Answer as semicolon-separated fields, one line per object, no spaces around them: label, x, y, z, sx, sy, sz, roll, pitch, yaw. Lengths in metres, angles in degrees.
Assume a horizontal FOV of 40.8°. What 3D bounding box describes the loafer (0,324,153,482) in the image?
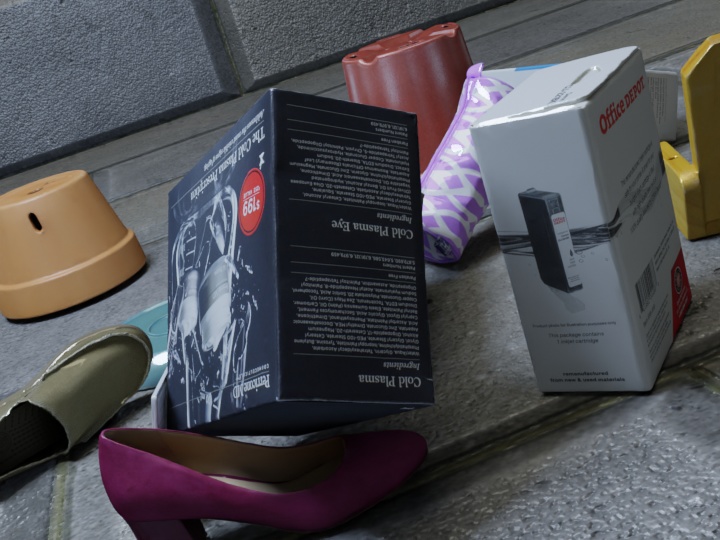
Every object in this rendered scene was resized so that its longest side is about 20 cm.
loafer;-0.254;0.120;0.823;0.200;0.076;0.067;-39;27;-25

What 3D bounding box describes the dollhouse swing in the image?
dollhouse swing;0.357;-0.145;0.846;0.199;0.177;0.182;-16;19;9

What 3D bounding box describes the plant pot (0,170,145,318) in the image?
plant pot;-0.404;-0.043;1.282;0.199;0.141;0.200;-17;19;6

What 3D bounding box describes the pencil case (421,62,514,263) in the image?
pencil case;0.099;-0.103;0.978;0.084;0.085;0.201;-8;49;62

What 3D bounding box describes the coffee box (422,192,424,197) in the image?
coffee box;0.000;0.000;0.825;0.079;0.113;0.200;17;22;-1

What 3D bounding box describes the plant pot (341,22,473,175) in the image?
plant pot;0.074;-0.186;1.185;0.200;0.196;0.201;-15;18;5

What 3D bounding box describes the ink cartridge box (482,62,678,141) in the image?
ink cartridge box;0.247;-0.186;1.111;0.199;0.084;0.145;-6;8;-39

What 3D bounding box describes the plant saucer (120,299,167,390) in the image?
plant saucer;-0.183;0.061;0.988;0.199;0.028;0.200;-15;19;6

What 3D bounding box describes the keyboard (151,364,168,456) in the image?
keyboard;-0.145;0.101;0.732;0.011;0.057;0.200;4;4;-7

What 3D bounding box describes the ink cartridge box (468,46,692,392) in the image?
ink cartridge box;0.160;-0.037;0.676;0.083;0.201;0.144;-5;22;32

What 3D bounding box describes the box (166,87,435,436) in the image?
box;-0.049;0.009;0.634;0.104;0.183;0.200;4;-16;-28

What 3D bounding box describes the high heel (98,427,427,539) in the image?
high heel;-0.060;0.116;0.606;0.199;0.097;0.067;-20;19;-6
